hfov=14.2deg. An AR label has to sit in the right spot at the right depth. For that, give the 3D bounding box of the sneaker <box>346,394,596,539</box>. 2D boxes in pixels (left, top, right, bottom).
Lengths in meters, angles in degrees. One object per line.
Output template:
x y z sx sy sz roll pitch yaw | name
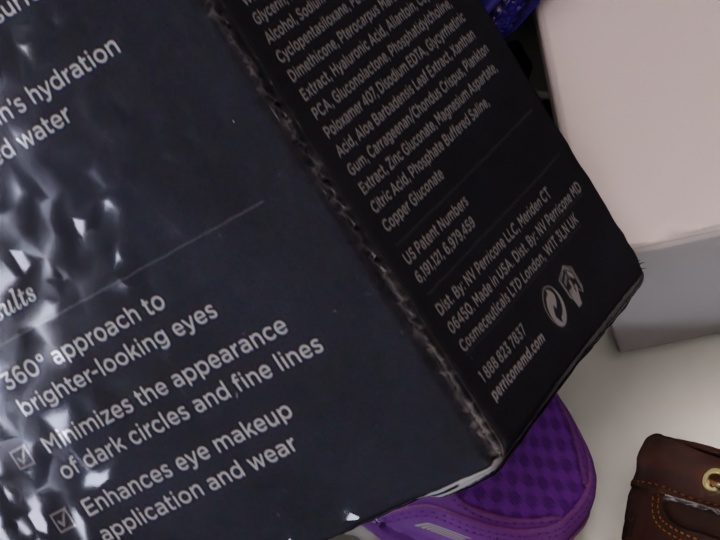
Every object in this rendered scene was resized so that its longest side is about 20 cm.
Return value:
0.000 0.000 0.809 0.200 0.088 0.080 50 55 -4 | sneaker

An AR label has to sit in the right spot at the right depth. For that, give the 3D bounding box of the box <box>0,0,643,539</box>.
-0.070 -0.022 0.718 0.196 0.117 0.200 -27 100 32 | box

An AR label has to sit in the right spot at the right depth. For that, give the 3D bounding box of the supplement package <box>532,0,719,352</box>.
0.107 -0.094 0.825 0.121 0.120 0.201 -11 74 6 | supplement package

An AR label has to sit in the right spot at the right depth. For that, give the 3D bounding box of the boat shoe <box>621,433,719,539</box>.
0.170 0.083 0.798 0.199 0.070 0.071 6 81 10 | boat shoe

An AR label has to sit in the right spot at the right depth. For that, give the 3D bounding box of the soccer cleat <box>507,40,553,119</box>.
-0.020 -0.083 0.876 0.086 0.070 0.200 -41 72 13 | soccer cleat

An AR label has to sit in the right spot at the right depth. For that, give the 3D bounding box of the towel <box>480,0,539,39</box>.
0.002 -0.157 0.791 0.148 0.049 0.200 -51 56 16 | towel
